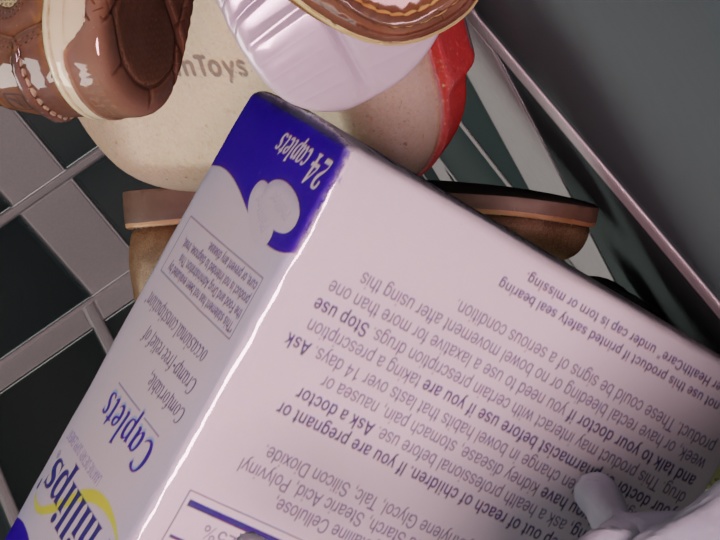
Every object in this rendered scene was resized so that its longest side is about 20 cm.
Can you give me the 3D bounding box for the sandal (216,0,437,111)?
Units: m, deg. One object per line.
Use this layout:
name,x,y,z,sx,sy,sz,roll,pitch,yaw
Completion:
sandal,-0.034,-0.152,0.614,0.059,0.079,0.208,-116,1,-77

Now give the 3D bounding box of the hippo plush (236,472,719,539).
hippo plush,0.094,0.130,0.556,0.161,0.199,0.160,24,-128,-74

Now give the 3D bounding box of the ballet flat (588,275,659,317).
ballet flat,0.134,0.092,0.812,0.201,0.073,0.073,62,-179,2

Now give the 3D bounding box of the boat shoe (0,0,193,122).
boat shoe,-0.091,-0.143,0.664,0.075,0.074,0.203,52,-137,-49

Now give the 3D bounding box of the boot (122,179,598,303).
boot,0.000,0.000,0.798,0.074,0.199,0.076,3,-96,-71

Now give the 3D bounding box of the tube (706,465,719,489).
tube,0.105,0.088,0.753,0.058,0.052,0.200,13,170,-35

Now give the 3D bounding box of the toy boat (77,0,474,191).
toy boat,-0.032,-0.109,0.766,0.199,0.131,0.131,5,123,39

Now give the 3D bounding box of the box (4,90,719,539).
box,0.001,0.073,0.671,0.183,0.201,0.105,29,-177,-27

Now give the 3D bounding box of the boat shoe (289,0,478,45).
boat shoe,-0.033,-0.144,0.496,0.201,0.072,0.068,58,-178,-7
